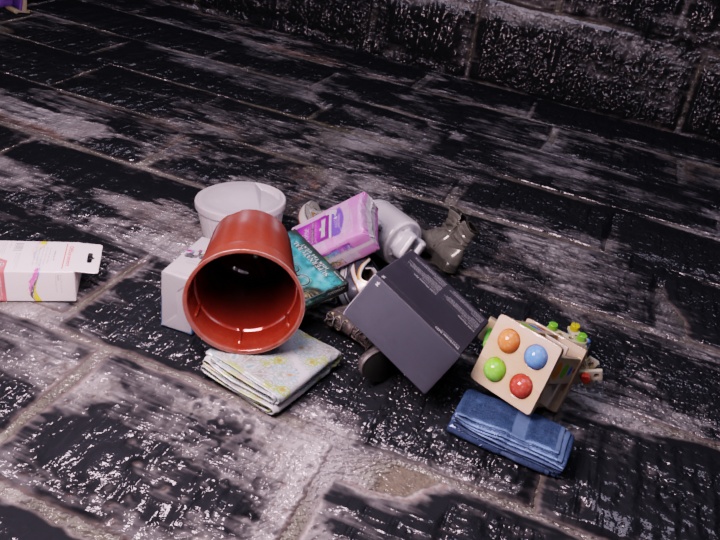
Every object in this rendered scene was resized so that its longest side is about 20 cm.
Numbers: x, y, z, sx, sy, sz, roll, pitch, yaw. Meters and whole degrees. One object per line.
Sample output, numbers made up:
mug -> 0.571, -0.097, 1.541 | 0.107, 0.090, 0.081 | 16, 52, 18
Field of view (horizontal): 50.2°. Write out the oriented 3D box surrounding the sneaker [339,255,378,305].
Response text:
sneaker -> 0.000, 0.000, 1.602 | 0.079, 0.079, 0.201 | -23, 34, 15

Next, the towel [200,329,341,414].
towel -> -0.153, 0.157, 1.330 | 0.170, 0.049, 0.200 | 27, 33, 22

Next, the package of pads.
package of pads -> -0.054, -0.068, 1.586 | 0.198, 0.076, 0.121 | -24, 43, 26

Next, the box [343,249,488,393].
box -> 0.101, 0.084, 1.355 | 0.200, 0.104, 0.182 | 44, 27, 9

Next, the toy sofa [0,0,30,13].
toy sofa -> -1.354, -1.117, 3.012 | 0.082, 0.202, 0.097 | 29, 28, 30

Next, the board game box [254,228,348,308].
board game box -> -0.132, 0.000, 1.482 | 0.134, 0.028, 0.200 | -22, 45, -28

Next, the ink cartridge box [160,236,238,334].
ink cartridge box -> -0.300, 0.017, 1.456 | 0.067, 0.116, 0.200 | 15, 29, 11

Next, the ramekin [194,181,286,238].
ramekin -> -0.265, -0.118, 1.708 | 0.200, 0.095, 0.203 | 2, 28, -1

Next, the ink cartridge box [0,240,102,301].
ink cartridge box -> -0.588, 0.001, 1.439 | 0.197, 0.068, 0.117 | 1, 31, -13

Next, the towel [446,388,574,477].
towel -> 0.250, 0.262, 1.273 | 0.198, 0.049, 0.112 | 20, 30, 17

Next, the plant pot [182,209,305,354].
plant pot -> -0.193, 0.004, 1.324 | 0.198, 0.203, 0.196 | 6, 30, -7

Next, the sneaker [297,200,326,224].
sneaker -> -0.082, -0.103, 1.750 | 0.078, 0.082, 0.201 | 32, 19, -35

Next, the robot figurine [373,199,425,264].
robot figurine -> 0.060, -0.089, 1.758 | 0.200, 0.113, 0.169 | 40, 1, 42

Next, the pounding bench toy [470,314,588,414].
pounding bench toy -> 0.263, 0.146, 1.347 | 0.199, 0.125, 0.155 | 31, 11, 34

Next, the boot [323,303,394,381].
boot -> 0.002, 0.124, 1.424 | 0.173, 0.070, 0.199 | 26, 22, 27

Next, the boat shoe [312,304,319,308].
boat shoe -> -0.127, 0.058, 1.489 | 0.199, 0.074, 0.063 | -12, 43, -29

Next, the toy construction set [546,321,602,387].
toy construction set -> 0.385, 0.167, 1.450 | 0.129, 0.093, 0.200 | 12, 18, 2

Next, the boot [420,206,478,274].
boot -> 0.191, -0.093, 1.779 | 0.067, 0.132, 0.200 | 8, 26, -41
